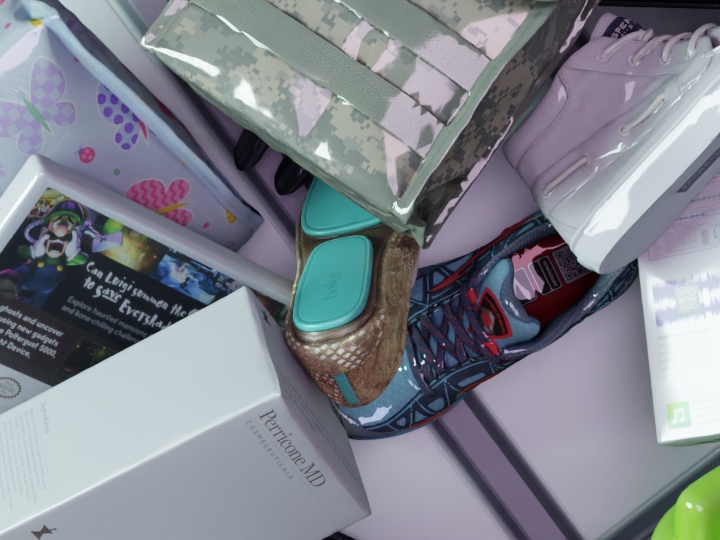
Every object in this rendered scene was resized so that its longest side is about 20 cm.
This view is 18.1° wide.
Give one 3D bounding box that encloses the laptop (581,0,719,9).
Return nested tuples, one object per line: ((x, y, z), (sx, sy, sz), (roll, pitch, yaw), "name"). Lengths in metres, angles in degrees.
((0.165, -0.235, 1.166), (0.176, 0.103, 0.201), (4, 96, 14), "laptop")

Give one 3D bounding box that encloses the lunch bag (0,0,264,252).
((-0.169, -0.034, 1.167), (0.170, 0.127, 0.200), (-43, 123, 3), "lunch bag")

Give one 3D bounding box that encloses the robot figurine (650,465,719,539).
((0.205, 0.189, 1.165), (0.115, 0.175, 0.201), (-30, 133, -31), "robot figurine")

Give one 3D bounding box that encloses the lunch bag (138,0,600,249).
((0.021, -0.139, 1.101), (0.164, 0.118, 0.200), (35, 88, 11), "lunch bag")

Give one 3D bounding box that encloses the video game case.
((-0.135, 0.053, 1.149), (0.200, 0.023, 0.182), (27, 108, -35), "video game case")

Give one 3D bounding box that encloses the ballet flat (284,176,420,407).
((0.000, 0.000, 1.165), (0.070, 0.200, 0.065), (-7, 123, 18), "ballet flat")

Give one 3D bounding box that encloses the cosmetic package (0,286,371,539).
((-0.109, 0.107, 1.111), (0.199, 0.081, 0.113), (-28, 134, 10), "cosmetic package")

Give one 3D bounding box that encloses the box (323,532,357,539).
((0.031, 0.225, 1.145), (0.199, 0.182, 0.104), (24, 95, -2), "box")

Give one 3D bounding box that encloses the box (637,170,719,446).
((0.208, -0.020, 1.134), (0.144, 0.036, 0.201), (-11, 80, 35), "box")

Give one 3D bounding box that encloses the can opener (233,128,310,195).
((-0.003, -0.131, 1.206), (0.063, 0.079, 0.200), (38, 99, -7), "can opener")

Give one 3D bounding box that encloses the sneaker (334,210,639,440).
((0.060, 0.020, 1.191), (0.200, 0.096, 0.079), (-34, 88, -2), "sneaker")

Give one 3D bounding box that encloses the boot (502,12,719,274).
((0.152, -0.097, 1.110), (0.200, 0.073, 0.096), (-47, 70, 21), "boot")
